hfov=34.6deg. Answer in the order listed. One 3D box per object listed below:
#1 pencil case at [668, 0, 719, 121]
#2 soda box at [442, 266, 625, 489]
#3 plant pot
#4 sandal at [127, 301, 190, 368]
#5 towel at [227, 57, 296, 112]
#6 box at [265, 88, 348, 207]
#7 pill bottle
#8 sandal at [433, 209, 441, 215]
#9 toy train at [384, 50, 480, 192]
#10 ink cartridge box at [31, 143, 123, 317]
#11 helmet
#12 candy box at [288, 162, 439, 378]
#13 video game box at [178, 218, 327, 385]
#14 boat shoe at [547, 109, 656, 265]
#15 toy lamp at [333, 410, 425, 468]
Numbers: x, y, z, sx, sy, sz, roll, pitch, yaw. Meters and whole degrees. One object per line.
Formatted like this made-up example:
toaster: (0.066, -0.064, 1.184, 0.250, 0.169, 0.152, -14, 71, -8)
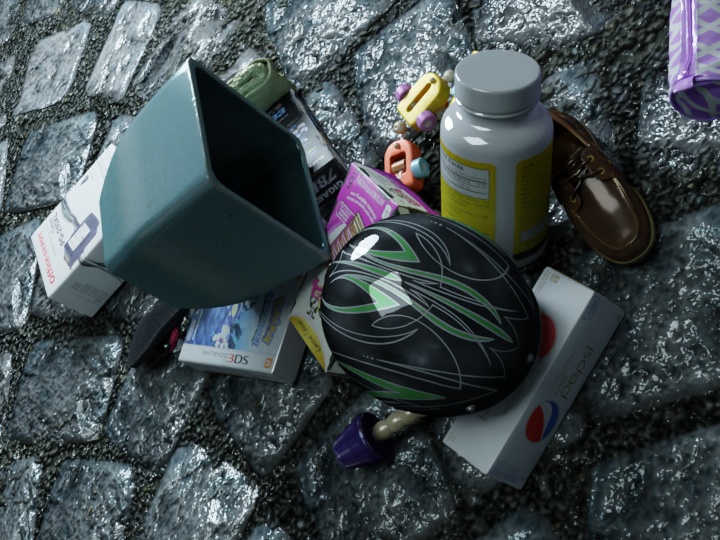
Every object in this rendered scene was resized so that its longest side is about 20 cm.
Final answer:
pencil case: (0.335, -0.245, 1.113, 0.084, 0.085, 0.202, -16, 60, 39)
soda box: (0.166, 0.102, 1.109, 0.068, 0.064, 0.201, 32, 92, 46)
plant pot: (-0.183, -0.071, 1.292, 0.199, 0.196, 0.197, -34, 48, 22)
sandal: (-0.247, 0.071, 1.513, 0.200, 0.045, 0.075, -43, 34, 34)
towel: (-0.175, -0.192, 1.514, 0.200, 0.148, 0.037, -40, 79, 6)
box: (-0.124, -0.112, 1.454, 0.200, 0.050, 0.199, -39, 36, 6)
pill bottle: (0.133, -0.108, 1.136, 0.110, 0.201, 0.112, -2, 39, 2)
sandal: (0.078, 0.011, 1.242, 0.081, 0.054, 0.201, -30, 52, 29)
toy train: (0.103, -0.159, 1.312, 0.199, 0.055, 0.151, -24, 59, 34)
ink cartridge box: (-0.376, -0.057, 1.676, 0.200, 0.084, 0.145, -45, 45, 16)
helmet: (0.062, 0.041, 1.073, 0.191, 0.199, 0.201, 162, 129, -76)
candy box: (0.000, 0.000, 1.265, 0.136, 0.061, 0.201, 47, 119, 57)
video game box: (-0.127, 0.033, 1.429, 0.181, 0.047, 0.201, 3, 70, 41)
boat shoe: (0.222, -0.086, 1.149, 0.072, 0.067, 0.201, -41, 47, 19)
toy lamp: (0.055, 0.146, 1.193, 0.200, 0.058, 0.059, -35, 49, 26)
